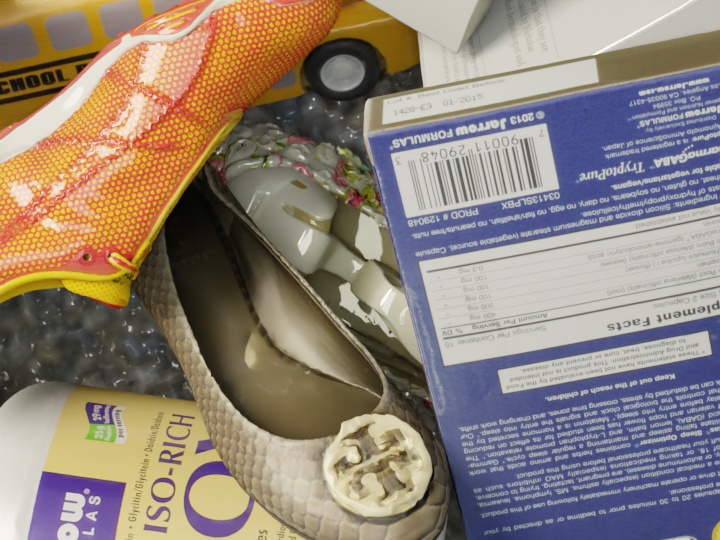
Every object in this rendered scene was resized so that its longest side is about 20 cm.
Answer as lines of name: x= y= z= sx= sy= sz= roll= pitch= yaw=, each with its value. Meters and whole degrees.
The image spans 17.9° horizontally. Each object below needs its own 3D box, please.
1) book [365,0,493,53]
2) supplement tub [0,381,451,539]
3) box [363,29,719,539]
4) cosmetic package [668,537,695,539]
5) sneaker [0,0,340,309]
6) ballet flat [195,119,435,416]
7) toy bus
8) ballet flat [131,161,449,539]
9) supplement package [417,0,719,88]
book: x=-0.027 y=-0.175 z=0.748 sx=0.199 sy=0.048 sz=0.134 roll=30 pitch=132 yaw=7
supplement tub: x=-0.072 y=0.119 z=0.845 sx=0.199 sy=0.145 sz=0.146 roll=8 pitch=93 yaw=2
box: x=0.081 y=0.023 z=0.777 sx=0.120 sy=0.032 sz=0.201 roll=-10 pitch=119 yaw=7
cosmetic package: x=0.168 y=0.057 z=0.859 sx=0.103 sy=0.087 sz=0.200 roll=37 pitch=93 yaw=0
sneaker: x=-0.083 y=-0.033 z=0.794 sx=0.200 sy=0.073 sz=0.077 roll=-37 pitch=88 yaw=0
ballet flat: x=0.000 y=0.000 z=0.877 sx=0.199 sy=0.064 sz=0.076 roll=29 pitch=94 yaw=2
toy bus: x=-0.080 y=-0.098 z=0.859 sx=0.199 sy=0.065 sz=0.079 roll=-13 pitch=133 yaw=3
ballet flat: x=-0.035 y=0.021 z=0.806 sx=0.067 sy=0.046 sz=0.200 roll=-21 pitch=55 yaw=-25
supplement package: x=0.133 y=-0.084 z=0.801 sx=0.199 sy=0.118 sz=0.117 roll=-29 pitch=122 yaw=17
